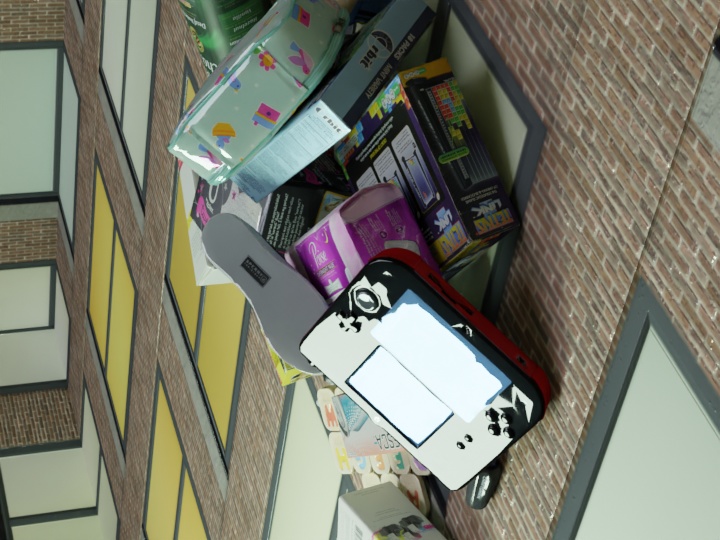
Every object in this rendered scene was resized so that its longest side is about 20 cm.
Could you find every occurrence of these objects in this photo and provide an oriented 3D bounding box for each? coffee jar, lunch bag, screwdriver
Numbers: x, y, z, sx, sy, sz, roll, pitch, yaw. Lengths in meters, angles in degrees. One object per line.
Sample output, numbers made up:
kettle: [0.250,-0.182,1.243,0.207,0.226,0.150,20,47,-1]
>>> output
coffee jar: [-0.126,-0.236,1.652,0.104,0.085,0.202,39,155,51]
lunch bag: [-0.091,-0.184,1.497,0.200,0.077,0.161,-44,13,24]
screwdriver: [0.126,0.148,1.416,0.029,0.028,0.201,39,139,22]

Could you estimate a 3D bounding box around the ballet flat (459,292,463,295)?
ballet flat: [0.061,0.069,1.536,0.200,0.071,0.073,154,110,-72]

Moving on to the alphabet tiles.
alphabet tiles: [0.015,0.169,1.679,0.199,0.014,0.198,-11,95,59]

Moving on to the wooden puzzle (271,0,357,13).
wooden puzzle: [-0.034,-0.335,1.601,0.201,0.037,0.185,-61,38,12]

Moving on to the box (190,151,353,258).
box: [-0.096,-0.070,1.705,0.200,0.113,0.134,50,129,55]

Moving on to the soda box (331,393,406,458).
soda box: [0.047,0.138,1.531,0.199,0.063,0.069,-20,85,61]

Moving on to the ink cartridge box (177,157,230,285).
ink cartridge box: [-0.146,-0.090,1.971,0.083,0.143,0.203,133,129,-66]

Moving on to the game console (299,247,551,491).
game console: [0.055,0.089,1.377,0.200,0.031,0.177,43,131,1]

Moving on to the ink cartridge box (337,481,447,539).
ink cartridge box: [0.049,0.318,1.595,0.200,0.067,0.117,41,135,53]

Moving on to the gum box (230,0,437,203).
gum box: [-0.029,-0.167,1.521,0.045,0.170,0.200,43,147,-11]

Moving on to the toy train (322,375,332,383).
toy train: [-0.037,0.023,1.789,0.114,0.084,0.202,-44,53,55]

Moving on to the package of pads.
package of pads: [0.000,0.000,1.485,0.122,0.075,0.200,63,158,2]

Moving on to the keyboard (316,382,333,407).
keyboard: [0.001,0.130,1.739,0.056,0.011,0.200,46,149,5]

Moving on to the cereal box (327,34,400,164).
cereal box: [0.010,-0.151,1.658,0.200,0.039,0.146,-129,38,-58]

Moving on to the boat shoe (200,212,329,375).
boat shoe: [-0.078,0.021,1.520,0.200,0.069,0.057,50,-172,23]

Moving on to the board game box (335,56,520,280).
board game box: [0.058,-0.080,1.458,0.167,0.056,0.200,66,158,7]

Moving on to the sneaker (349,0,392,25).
sneaker: [-0.011,-0.291,1.633,0.200,0.077,0.067,-179,87,-70]

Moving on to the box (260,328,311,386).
box: [-0.071,0.073,1.656,0.200,0.050,0.076,116,134,-81]
